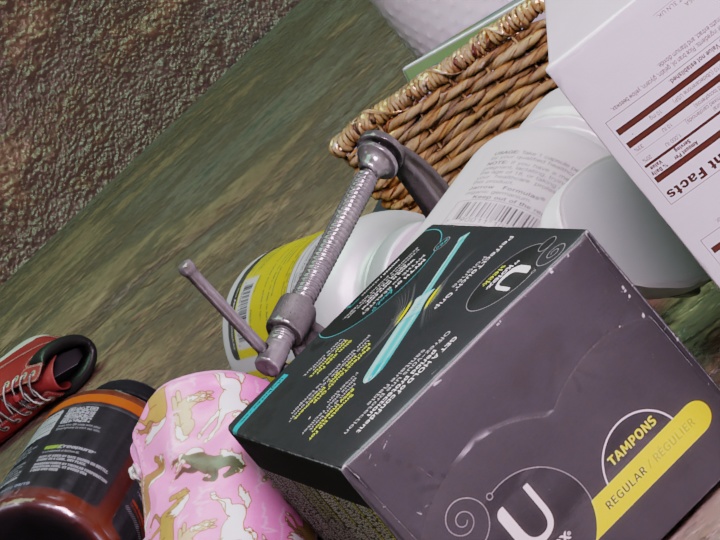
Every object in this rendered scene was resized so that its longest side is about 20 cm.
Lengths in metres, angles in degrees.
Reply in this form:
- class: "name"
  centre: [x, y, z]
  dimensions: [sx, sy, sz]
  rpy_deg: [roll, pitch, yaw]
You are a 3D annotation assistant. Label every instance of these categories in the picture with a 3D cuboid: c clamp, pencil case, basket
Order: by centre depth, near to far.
- class: "pencil case"
  centre: [-0.066, 0.143, 1.199]
  dimensions: [0.087, 0.083, 0.200]
  rpy_deg: [-50, 31, 32]
- class: "c clamp"
  centre: [0.000, 0.000, 1.310]
  dimensions: [0.027, 0.171, 0.200]
  rpy_deg: [-13, 31, 39]
- class: "basket"
  centre: [0.108, -0.099, 1.514]
  dimensions: [0.200, 0.149, 0.143]
  rpy_deg: [-35, 13, 32]

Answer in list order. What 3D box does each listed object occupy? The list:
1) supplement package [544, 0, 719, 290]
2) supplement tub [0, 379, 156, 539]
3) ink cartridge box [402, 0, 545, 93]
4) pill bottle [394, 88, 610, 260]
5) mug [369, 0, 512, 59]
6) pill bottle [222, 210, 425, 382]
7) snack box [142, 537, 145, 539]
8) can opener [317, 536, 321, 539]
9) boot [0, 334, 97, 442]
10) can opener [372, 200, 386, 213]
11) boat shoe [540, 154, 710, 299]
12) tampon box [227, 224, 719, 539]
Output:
- class: "supplement package"
  centre: [0.193, -0.075, 1.036]
  dimensions: [0.147, 0.200, 0.191]
  rpy_deg: [-37, 13, 15]
- class: "supplement tub"
  centre: [-0.180, 0.149, 1.636]
  dimensions: [0.107, 0.107, 0.200]
  rpy_deg: [-35, 13, 26]
- class: "ink cartridge box"
  centre: [0.090, -0.138, 1.632]
  dimensions: [0.200, 0.059, 0.104]
  rpy_deg: [-29, 4, 17]
- class: "pill bottle"
  centre: [0.094, -0.012, 1.326]
  dimensions: [0.114, 0.114, 0.200]
  rpy_deg: [-29, 17, 44]
- class: "mug"
  centre: [0.121, -0.193, 1.731]
  dimensions: [0.200, 0.176, 0.148]
  rpy_deg: [-29, 14, 48]
- class: "pill bottle"
  centre: [0.005, 0.026, 1.477]
  dimensions: [0.112, 0.113, 0.200]
  rpy_deg: [-46, 14, -25]
- class: "snack box"
  centre: [-0.068, 0.150, 1.402]
  dimensions: [0.200, 0.053, 0.142]
  rpy_deg: [-46, 14, -23]
- class: "can opener"
  centre: [-0.039, 0.168, 1.270]
  dimensions: [0.200, 0.079, 0.063]
  rpy_deg: [-39, -27, -4]
- class: "boot"
  centre: [-0.338, 0.129, 2.299]
  dimensions: [0.200, 0.073, 0.144]
  rpy_deg: [-41, 13, -19]
- class: "can opener"
  centre: [0.013, -0.011, 1.727]
  dimensions: [0.067, 0.053, 0.200]
  rpy_deg: [-35, 12, 21]
- class: "boat shoe"
  centre: [0.145, -0.015, 1.183]
  dimensions: [0.200, 0.071, 0.064]
  rpy_deg: [-9, -21, -47]
- class: "tampon box"
  centre: [0.053, 0.075, 1.113]
  dimensions: [0.150, 0.126, 0.200]
  rpy_deg: [-44, 13, -12]
